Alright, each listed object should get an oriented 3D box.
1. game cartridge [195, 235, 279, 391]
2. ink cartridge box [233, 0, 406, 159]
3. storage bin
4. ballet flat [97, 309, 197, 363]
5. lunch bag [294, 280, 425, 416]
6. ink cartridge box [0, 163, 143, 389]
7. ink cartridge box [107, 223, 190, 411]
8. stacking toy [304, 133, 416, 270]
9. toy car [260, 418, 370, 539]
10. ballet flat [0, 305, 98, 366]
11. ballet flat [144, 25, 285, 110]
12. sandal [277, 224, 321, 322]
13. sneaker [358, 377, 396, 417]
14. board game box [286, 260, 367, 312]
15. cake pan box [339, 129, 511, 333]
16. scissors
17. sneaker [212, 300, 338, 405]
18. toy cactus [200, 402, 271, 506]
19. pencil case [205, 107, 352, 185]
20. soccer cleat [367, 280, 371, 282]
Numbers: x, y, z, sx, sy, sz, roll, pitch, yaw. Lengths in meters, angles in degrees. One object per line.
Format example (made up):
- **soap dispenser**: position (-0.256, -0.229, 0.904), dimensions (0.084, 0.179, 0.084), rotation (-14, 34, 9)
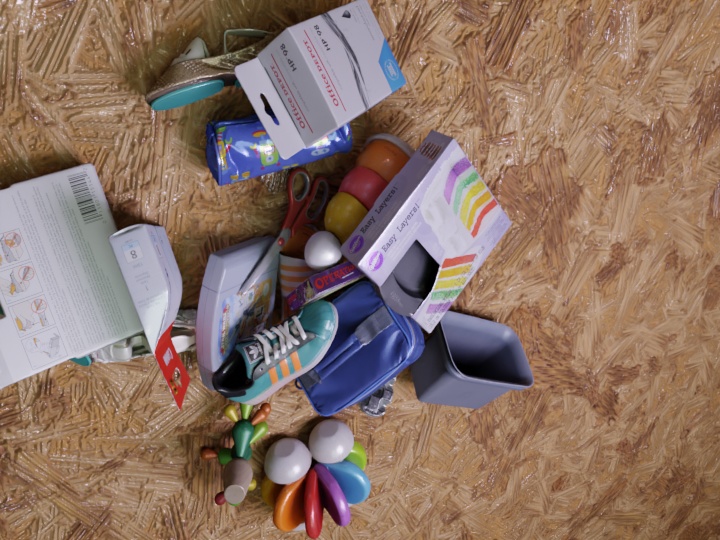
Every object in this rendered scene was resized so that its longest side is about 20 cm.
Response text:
- **game cartridge**: position (-0.173, 0.063, 0.822), dimensions (0.133, 0.040, 0.206), rotation (-34, 138, -57)
- **ink cartridge box**: position (-0.039, -0.227, 0.682), dimensions (0.200, 0.066, 0.118), rotation (-44, 109, -42)
- **storage bin**: position (0.184, 0.167, 1.050), dimensions (0.195, 0.149, 0.135), rotation (14, 136, -32)
- **ballet flat**: position (-0.297, 0.091, 0.794), dimensions (0.194, 0.072, 0.074), rotation (-7, 118, -23)
- **lunch bag**: position (-0.015, 0.113, 0.847), dimensions (0.198, 0.138, 0.132), rotation (-39, 165, 11)
- **ink cartridge box**: position (-0.356, 0.003, 0.666), dimensions (0.172, 0.044, 0.206), rotation (-22, 98, -28)
- **ink cartridge box**: position (-0.231, 0.048, 0.705), dimensions (0.046, 0.160, 0.206), rotation (-21, 97, -10)
- **stacking toy**: position (-0.003, -0.073, 0.786), dimensions (0.199, 0.144, 0.149), rotation (-40, 128, -22)
- **toy car**: position (-0.068, 0.375, 1.004), dimensions (0.194, 0.150, 0.180), rotation (-19, 122, -17)
- **ballet flat**: position (-0.395, 0.039, 0.708), dimensions (0.074, 0.065, 0.200), rotation (-19, 130, 38)
- **ballet flat**: position (-0.166, -0.247, 0.699), dimensions (0.195, 0.070, 0.067), rotation (-21, 97, -20)
- **sandal**: position (-0.081, 0.033, 0.878), dimensions (0.077, 0.059, 0.213), rotation (-10, 119, -22)
- **sneaker**: position (0.038, 0.141, 0.997), dimensions (0.072, 0.088, 0.205), rotation (27, 79, -10)
- **board game box**: position (0.000, 0.000, 0.815), dimensions (0.195, 0.120, 0.033), rotation (-23, 81, -27)
- **cake pan box**: position (0.088, -0.041, 0.755), dimensions (0.202, 0.052, 0.184), rotation (-50, 129, -3)
- **scissors**: position (-0.099, -0.046, 0.811), dimensions (0.072, 0.014, 0.206), rotation (30, 76, -40)
- **sneaker**: position (-0.115, 0.110, 0.782), dimensions (0.199, 0.072, 0.079), rotation (-42, 149, 14)
- **toy cactus**: position (-0.192, 0.285, 0.897), dimensions (0.099, 0.165, 0.206), rotation (18, 102, -11)
- **pencil case**: position (-0.103, -0.172, 0.749), dimensions (0.194, 0.079, 0.089), rotation (-19, 136, -17)
- **soccer cleat**: position (-0.007, 0.098, 0.961), dimensions (0.204, 0.064, 0.083), rotation (-60, 154, 6)
